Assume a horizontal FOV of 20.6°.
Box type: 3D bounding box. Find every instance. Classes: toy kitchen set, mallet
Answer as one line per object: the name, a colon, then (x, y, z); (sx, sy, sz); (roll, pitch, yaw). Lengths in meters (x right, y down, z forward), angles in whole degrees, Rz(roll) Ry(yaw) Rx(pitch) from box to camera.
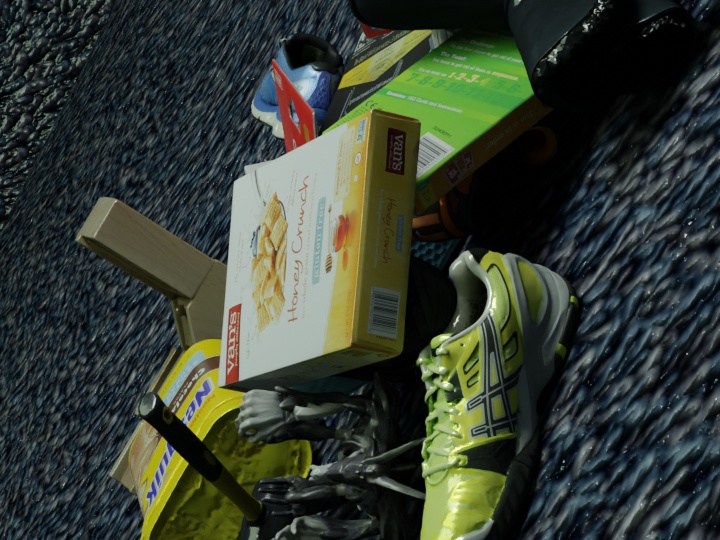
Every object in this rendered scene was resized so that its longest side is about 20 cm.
toy kitchen set: (-0.198, 0.068, 1.696); (0.201, 0.180, 0.163); (-60, 17, -6)
mallet: (-0.096, 0.147, 1.328); (0.041, 0.200, 0.066); (-4, 63, 27)

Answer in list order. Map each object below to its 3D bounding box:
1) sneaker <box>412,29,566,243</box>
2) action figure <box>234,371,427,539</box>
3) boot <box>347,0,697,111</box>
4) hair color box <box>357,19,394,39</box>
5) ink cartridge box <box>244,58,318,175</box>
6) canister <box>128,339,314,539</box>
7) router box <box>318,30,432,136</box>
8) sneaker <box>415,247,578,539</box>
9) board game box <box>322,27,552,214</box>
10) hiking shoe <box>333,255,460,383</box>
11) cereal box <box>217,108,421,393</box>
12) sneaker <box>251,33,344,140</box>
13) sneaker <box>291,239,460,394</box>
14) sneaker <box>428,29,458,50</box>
sneaker: (0.102, -0.105, 1.323); (0.112, 0.077, 0.201); (-1, 63, 57)
action figure: (-0.025, 0.128, 1.250); (0.200, 0.101, 0.120); (167, 93, -71)
boot: (0.095, -0.162, 1.230); (0.169, 0.199, 0.077); (-101, -2, -52)
hair color box: (0.081, -0.246, 1.358); (0.199, 0.064, 0.112); (-16, 58, 8)
ink cartridge box: (-0.058, -0.058, 1.557); (0.200, 0.044, 0.177); (-122, 21, -70)
canister: (-0.113, 0.144, 1.514); (0.149, 0.086, 0.200); (-60, 17, 5)
router box: (0.040, -0.156, 1.573); (0.200, 0.052, 0.158); (-20, 45, 65)
sneaker: (0.061, 0.080, 1.141); (0.075, 0.076, 0.201); (-31, 37, 55)
board game box: (0.080, -0.120, 1.269); (0.200, 0.030, 0.095); (-40, 44, -15)
hiking shoe: (0.023, 0.031, 1.269); (0.200, 0.100, 0.076); (-13, 73, 61)
cereal box: (-0.030, -0.006, 1.227); (0.200, 0.039, 0.145); (-22, 61, 60)
sneaker: (-0.044, -0.162, 1.740); (0.200, 0.078, 0.090); (-137, 60, -73)
sneaker: (0.000, 0.000, 1.425); (0.200, 0.079, 0.131); (-53, 20, -3)
sneaker: (0.104, -0.202, 1.424); (0.085, 0.077, 0.201); (-17, 59, 37)
